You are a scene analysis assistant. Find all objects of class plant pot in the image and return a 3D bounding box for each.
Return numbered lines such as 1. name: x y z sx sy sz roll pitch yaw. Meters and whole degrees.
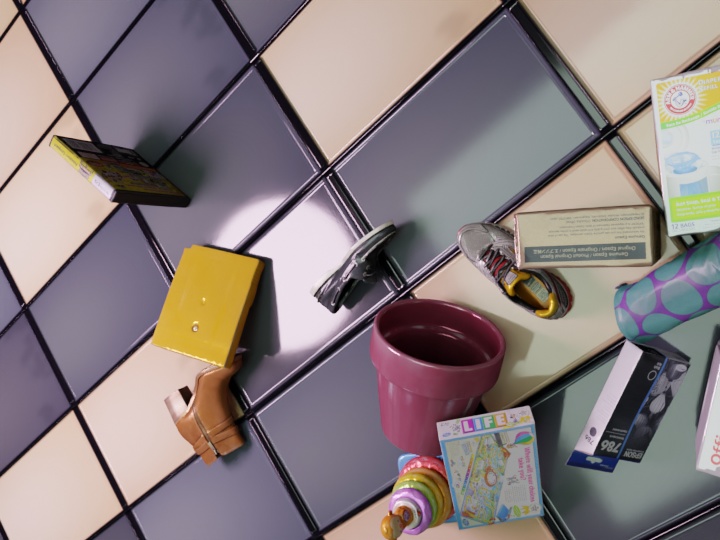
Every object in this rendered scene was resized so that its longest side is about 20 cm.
1. plant pot: 0.105 0.167 1.055 0.197 0.199 0.182 20 119 23

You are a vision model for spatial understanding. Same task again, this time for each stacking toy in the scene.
1. stacking toy: 0.080 0.356 1.062 0.108 0.199 0.118 -11 88 26

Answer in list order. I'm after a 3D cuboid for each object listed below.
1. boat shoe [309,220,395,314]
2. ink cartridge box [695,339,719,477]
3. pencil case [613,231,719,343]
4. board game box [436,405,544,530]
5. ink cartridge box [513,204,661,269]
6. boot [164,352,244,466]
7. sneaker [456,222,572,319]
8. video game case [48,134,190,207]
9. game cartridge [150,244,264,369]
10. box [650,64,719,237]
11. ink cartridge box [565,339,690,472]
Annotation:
1. boat shoe: -0.001 0.001 1.149 0.199 0.074 0.067 -42 78 23
2. ink cartridge box: 0.529 0.187 0.856 0.197 0.145 0.150 13 99 25
3. pencil case: 0.417 0.021 0.894 0.086 0.091 0.200 62 146 11
4. board game box: 0.191 0.291 1.014 0.132 0.034 0.203 -11 123 5
5. ink cartridge box: 0.305 -0.043 0.922 0.162 0.199 0.077 -3 92 27
6. boot: -0.259 0.258 1.306 0.199 0.074 0.156 -37 85 23
7. sneaker: 0.224 -0.004 1.031 0.199 0.082 0.079 39 109 20
8. video game case: -0.436 -0.178 1.283 0.180 0.199 0.026 39 106 19
9. game cartridge: -0.279 0.062 1.283 0.174 0.032 0.203 12 77 25
10. box: 0.442 -0.151 0.901 0.111 0.101 0.204 -6 91 26
11. ink cartridge box: 0.369 0.201 0.967 0.203 0.098 0.039 -70 27 15
